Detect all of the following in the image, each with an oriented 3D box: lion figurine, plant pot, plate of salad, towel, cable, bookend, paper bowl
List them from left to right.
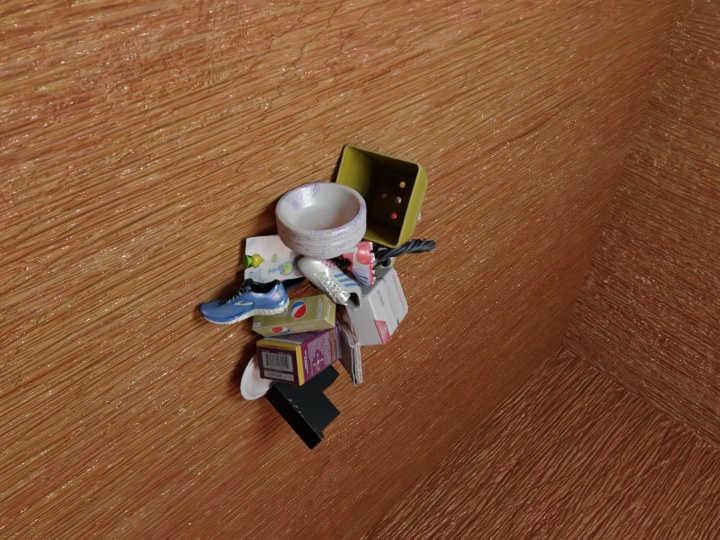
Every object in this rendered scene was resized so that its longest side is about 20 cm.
[{"bbox_3d":[-0.257,0.257,1.513,0.200,0.048,0.201,-45,151,-33],"label":"plate of salad"},{"bbox_3d":[-0.126,0.358,1.592,0.200,0.199,0.092,-36,169,-41],"label":"bookend"},{"bbox_3d":[-0.087,-0.104,1.257,0.200,0.200,0.105,-32,141,-30],"label":"paper bowl"},{"bbox_3d":[-0.054,0.205,1.592,0.032,0.191,0.201,-23,138,-18],"label":"towel"},{"bbox_3d":[-0.041,0.114,1.623,0.072,0.123,0.200,-7,141,-34],"label":"lion figurine"},{"bbox_3d":[0.062,-0.179,1.379,0.176,0.199,0.201,-8,116,-64],"label":"plant pot"},{"bbox_3d":[0.114,-0.062,1.450,0.199,0.163,0.051,-10,88,-39],"label":"cable"}]

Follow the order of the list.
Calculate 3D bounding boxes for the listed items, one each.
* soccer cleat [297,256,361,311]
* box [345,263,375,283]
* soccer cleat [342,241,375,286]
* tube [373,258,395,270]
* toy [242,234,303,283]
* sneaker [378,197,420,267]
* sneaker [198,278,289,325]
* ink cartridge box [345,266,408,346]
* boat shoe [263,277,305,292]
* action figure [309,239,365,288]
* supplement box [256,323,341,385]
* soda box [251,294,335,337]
[{"bbox_3d":[-0.066,0.031,1.350,0.070,0.087,0.200,-41,128,22],"label":"soccer cleat"},{"bbox_3d":[0.000,0.000,1.532,0.039,0.041,0.200,-52,176,28],"label":"box"},{"bbox_3d":[-0.004,-0.014,1.362,0.076,0.067,0.200,-6,158,-1],"label":"soccer cleat"},{"bbox_3d":[0.066,-0.013,1.646,0.052,0.058,0.201,-97,-152,-84],"label":"tube"},{"bbox_3d":[-0.189,-0.038,1.327,0.199,0.047,0.116,-11,119,-38],"label":"toy"},{"bbox_3d":[0.115,-0.108,1.579,0.108,0.067,0.202,-3,106,-29],"label":"sneaker"},{"bbox_3d":[-0.266,0.060,1.264,0.199,0.079,0.089,-13,121,-8],"label":"sneaker"},{"bbox_3d":[0.047,0.096,1.535,0.200,0.085,0.146,-43,118,-56],"label":"ink cartridge box"},{"bbox_3d":[-0.219,0.043,1.357,0.200,0.057,0.067,-34,142,-28],"label":"boat shoe"},{"bbox_3d":[-0.059,-0.041,1.421,0.200,0.102,0.119,-50,176,23],"label":"action figure"},{"bbox_3d":[-0.157,0.208,1.457,0.200,0.130,0.104,-23,112,-57],"label":"supplement box"},{"bbox_3d":[-0.163,0.113,1.372,0.068,0.199,0.064,47,39,-57],"label":"soda box"}]
